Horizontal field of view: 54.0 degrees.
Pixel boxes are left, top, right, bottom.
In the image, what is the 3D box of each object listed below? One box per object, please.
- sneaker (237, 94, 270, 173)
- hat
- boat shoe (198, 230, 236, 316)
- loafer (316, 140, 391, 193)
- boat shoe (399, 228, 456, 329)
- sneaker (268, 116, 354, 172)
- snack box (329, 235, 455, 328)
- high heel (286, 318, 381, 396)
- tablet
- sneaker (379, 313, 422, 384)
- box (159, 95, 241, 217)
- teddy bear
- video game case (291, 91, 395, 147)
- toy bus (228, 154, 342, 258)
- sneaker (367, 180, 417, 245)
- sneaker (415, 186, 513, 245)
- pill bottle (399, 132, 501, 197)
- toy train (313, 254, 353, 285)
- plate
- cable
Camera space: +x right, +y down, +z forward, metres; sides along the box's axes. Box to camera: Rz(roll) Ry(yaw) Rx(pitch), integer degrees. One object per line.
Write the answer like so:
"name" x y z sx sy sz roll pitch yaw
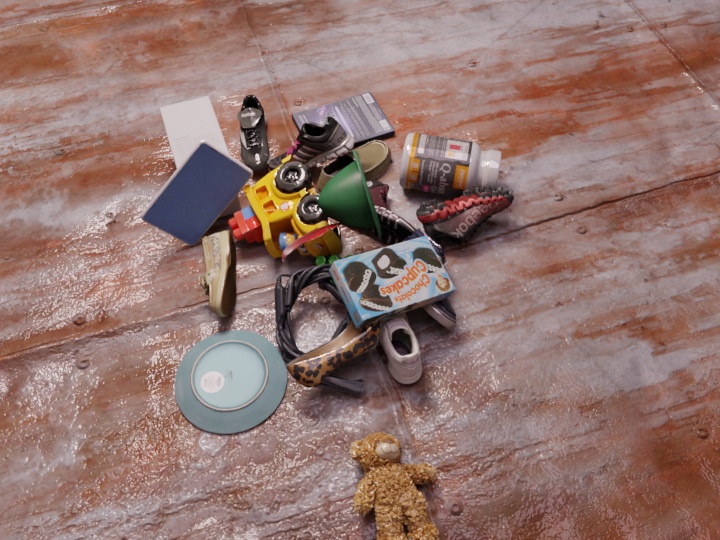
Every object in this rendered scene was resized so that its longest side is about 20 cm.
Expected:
"sneaker" -0.237 -0.304 1.534 0.066 0.091 0.201 -8 55 1
"hat" -0.066 -0.115 1.283 0.174 0.200 0.167 -18 85 3
"boat shoe" -0.272 0.008 1.335 0.062 0.074 0.201 -8 44 1
"loafer" -0.009 -0.220 1.495 0.076 0.068 0.200 38 63 23
"boat shoe" 0.133 0.009 1.313 0.093 0.075 0.200 -46 60 13
"sneaker" -0.115 -0.263 1.477 0.198 0.088 0.074 -17 32 22
"snack box" 0.057 0.017 1.227 0.199 0.037 0.117 -17 69 -30
"high heel" -0.042 0.106 1.207 0.141 0.071 0.202 16 81 -20
"tablet" -0.312 -0.145 1.349 0.200 0.130 0.014 -47 41 15
"sneaker" 0.062 0.097 1.255 0.074 0.100 0.201 -19 56 -11
"box" -0.326 -0.226 1.443 0.105 0.153 0.201 -16 57 -11
"teddy bear" 0.053 0.343 1.101 0.143 0.067 0.202 2 55 -3
"video game case" -0.040 -0.332 1.604 0.198 0.019 0.144 -19 57 -13
"toy bus" -0.152 -0.094 1.377 0.191 0.136 0.201 -29 62 -4
"sneaker" 0.051 -0.128 1.431 0.199 0.076 0.116 28 51 14
"sneaker" 0.212 -0.106 1.403 0.199 0.099 0.071 -16 17 -5
"pill bottle" 0.186 -0.215 1.466 0.198 0.117 0.117 10 55 7
"toy train" 0.000 0.000 1.328 0.198 0.042 0.057 -2 76 24
"plate" -0.227 0.187 1.233 0.198 0.026 0.202 1 56 -1
"cable" -0.074 0.090 1.282 0.161 0.051 0.202 -2 69 -10
